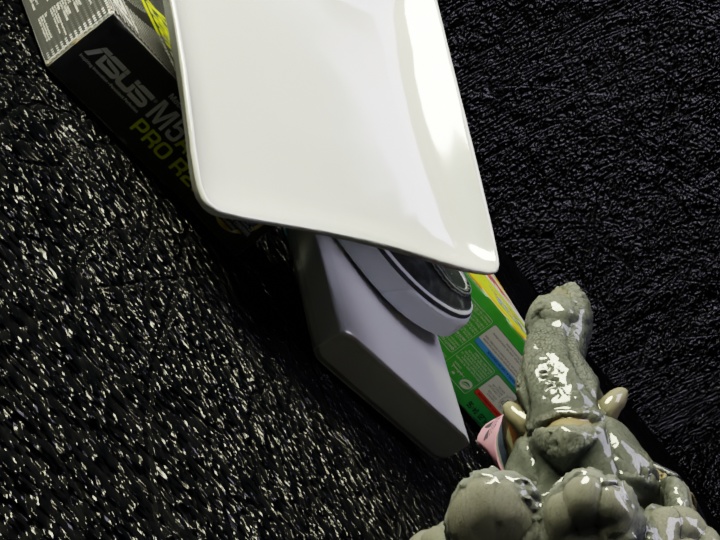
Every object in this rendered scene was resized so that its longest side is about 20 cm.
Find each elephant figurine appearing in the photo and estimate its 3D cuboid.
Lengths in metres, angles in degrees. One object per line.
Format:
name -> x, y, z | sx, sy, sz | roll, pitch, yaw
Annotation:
elephant figurine -> 0.096, 0.117, 0.769 | 0.141, 0.155, 0.200 | 31, 15, 4

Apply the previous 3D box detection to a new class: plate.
plate -> -0.025, -0.095, 0.903 | 0.199, 0.032, 0.200 | 11, 58, -42

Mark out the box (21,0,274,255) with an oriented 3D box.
box -> -0.119, -0.118, 0.953 | 0.160, 0.044, 0.200 | 48, 8, -39

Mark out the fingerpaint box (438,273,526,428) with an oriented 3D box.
fingerpaint box -> 0.045, 0.002, 1.318 | 0.200, 0.073, 0.167 | 48, 9, -37

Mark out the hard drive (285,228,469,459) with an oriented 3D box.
hard drive -> 0.000, 0.000, 1.041 | 0.132, 0.026, 0.200 | 43, 23, -41

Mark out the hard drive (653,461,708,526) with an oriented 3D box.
hard drive -> 0.177, 0.161, 1.276 | 0.135, 0.042, 0.200 | 25, -13, 24

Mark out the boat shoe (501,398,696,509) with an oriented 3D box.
boat shoe -> 0.166, 0.145, 1.052 | 0.200, 0.074, 0.076 | 52, 48, -6

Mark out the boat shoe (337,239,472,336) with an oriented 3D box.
boat shoe -> 0.016, -0.048, 1.006 | 0.199, 0.068, 0.074 | 52, 18, -21

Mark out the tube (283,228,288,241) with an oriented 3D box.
tube -> -0.025, -0.027, 1.128 | 0.077, 0.050, 0.200 | 42, 16, -30

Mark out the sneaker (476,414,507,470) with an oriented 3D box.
sneaker -> 0.141, 0.167, 1.164 | 0.082, 0.070, 0.200 | 3, -54, 43
